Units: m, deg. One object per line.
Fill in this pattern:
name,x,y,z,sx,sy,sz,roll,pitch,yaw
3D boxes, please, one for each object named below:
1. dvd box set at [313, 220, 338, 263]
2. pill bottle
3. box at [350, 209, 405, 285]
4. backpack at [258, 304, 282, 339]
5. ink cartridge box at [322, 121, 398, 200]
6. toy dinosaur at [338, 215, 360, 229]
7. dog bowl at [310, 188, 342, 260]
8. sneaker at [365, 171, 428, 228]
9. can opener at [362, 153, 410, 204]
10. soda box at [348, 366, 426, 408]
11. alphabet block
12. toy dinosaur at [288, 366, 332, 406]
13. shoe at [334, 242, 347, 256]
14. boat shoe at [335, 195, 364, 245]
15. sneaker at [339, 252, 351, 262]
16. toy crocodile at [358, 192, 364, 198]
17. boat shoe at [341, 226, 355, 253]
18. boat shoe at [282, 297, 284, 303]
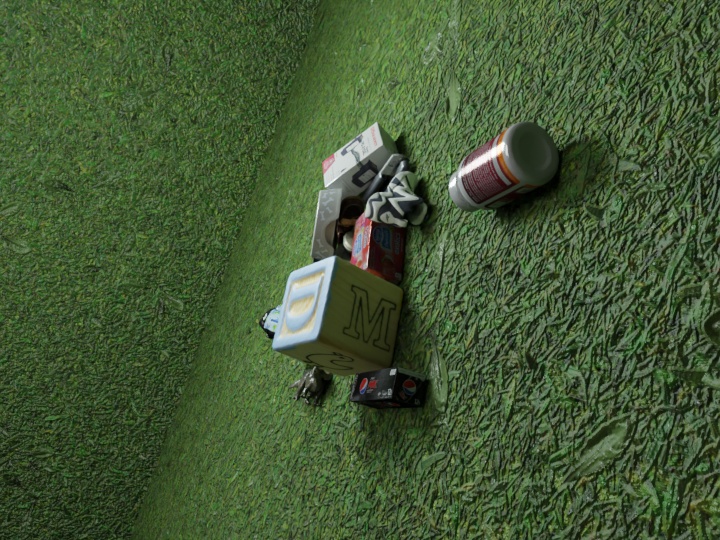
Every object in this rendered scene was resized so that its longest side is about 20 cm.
dvd box set,-0.095,-0.069,1.996,0.146,0.029,0.200,91,-168,-55
pill bottle,0.245,-0.174,1.236,0.200,0.113,0.113,-28,46,60
box,0.041,-0.050,1.661,0.100,0.095,0.200,-45,32,50
backpack,-0.159,0.163,1.895,0.154,0.163,0.200,-55,27,-2
ink cartridge box,0.000,-0.293,1.906,0.200,0.084,0.145,-34,34,18
toy dinosaur,0.041,-0.142,1.777,0.060,0.200,0.106,56,165,16
dog bowl,-0.090,-0.118,1.816,0.200,0.059,0.200,-172,90,-85
sneaker,0.114,-0.156,1.620,0.199,0.129,0.080,-36,-34,-49
can opener,0.067,-0.226,1.820,0.200,0.053,0.067,-52,35,46
soda box,0.052,0.238,1.397,0.200,0.071,0.063,-24,50,63
alphabet block,-0.049,0.107,1.549,0.195,0.200,0.197,-18,53,52
toy dinosaur,-0.127,0.296,1.825,0.102,0.077,0.200,-65,12,-22
shoe,-0.073,0.016,1.922,0.091,0.071,0.200,6,80,66
boat shoe,-0.028,-0.127,1.916,0.200,0.070,0.070,103,167,-61
sneaker,0.000,0.000,1.773,0.080,0.070,0.200,-57,31,17
toy crocodile,-0.017,-0.220,2.007,0.062,0.067,0.200,-62,22,19
boat shoe,-0.009,-0.069,1.798,0.200,0.075,0.062,-70,1,-75
boat shoe,-0.211,0.159,2.138,0.200,0.070,0.070,-96,15,-59
